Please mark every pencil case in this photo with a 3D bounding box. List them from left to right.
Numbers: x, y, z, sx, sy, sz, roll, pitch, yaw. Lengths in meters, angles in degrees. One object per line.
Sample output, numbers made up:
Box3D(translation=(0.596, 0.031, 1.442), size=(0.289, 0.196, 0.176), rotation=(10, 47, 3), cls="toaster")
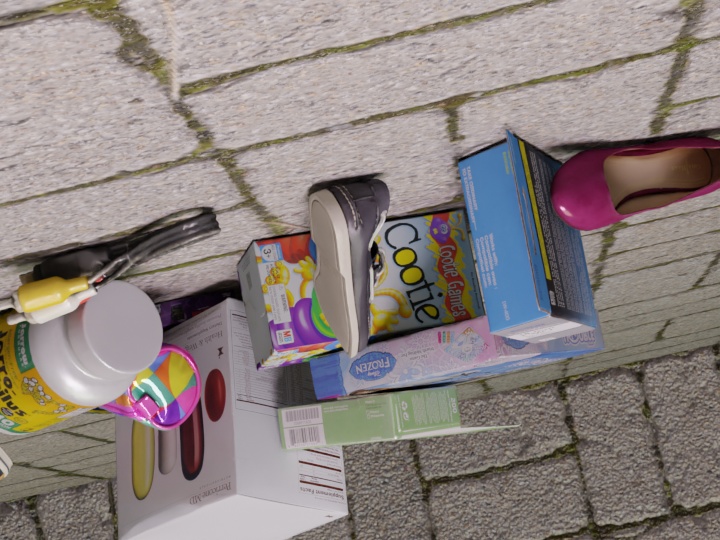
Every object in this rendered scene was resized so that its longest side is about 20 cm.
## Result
Box3D(translation=(-0.234, 0.102, 1.559), size=(0.088, 0.089, 0.200), rotation=(-5, -175, -36), cls="pencil case")

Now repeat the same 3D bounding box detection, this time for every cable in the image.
Box3D(translation=(-0.196, 0.003, 1.316), size=(0.199, 0.051, 0.097), rotation=(-14, 173, 15), cls="cable")

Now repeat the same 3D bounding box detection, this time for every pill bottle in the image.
Box3D(translation=(-0.268, 0.075, 1.450), size=(0.113, 0.113, 0.200), rotation=(-2, 166, -44), cls="pill bottle")

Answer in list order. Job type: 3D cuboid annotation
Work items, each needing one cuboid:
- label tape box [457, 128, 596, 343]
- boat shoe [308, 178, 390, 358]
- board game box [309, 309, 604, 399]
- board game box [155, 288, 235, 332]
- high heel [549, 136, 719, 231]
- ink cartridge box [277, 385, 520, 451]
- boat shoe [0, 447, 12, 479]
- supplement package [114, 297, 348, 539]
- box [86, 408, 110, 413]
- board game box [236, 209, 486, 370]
Box3D(translation=(0.128, -0.023, 1.300), size=(0.063, 0.145, 0.200), rotation=(-13, 169, 19), cls="label tape box")
Box3D(translation=(0.000, 0.000, 1.339), size=(0.063, 0.073, 0.200), rotation=(-25, 144, -16), cls="boat shoe")
Box3D(translation=(0.091, 0.077, 1.483), size=(0.199, 0.044, 0.200), rotation=(-17, 170, 35), cls="board game box")
Box3D(translation=(-0.186, 0.060, 1.709), size=(0.120, 0.032, 0.200), rotation=(-8, 170, -3), cls="board game box")
Box3D(translation=(0.241, -0.080, 1.338), size=(0.096, 0.068, 0.200), rotation=(-13, -175, 42), cls="high heel")
Box3D(translation=(0.040, 0.142, 1.555), size=(0.145, 0.048, 0.200), rotation=(-12, 173, 40), cls="ink cartridge box")
Box3D(translation=(-0.400, 0.136, 1.479), size=(0.062, 0.200, 0.074), rotation=(-47, -146, -20), cls="boat shoe")
Box3D(translation=(-0.135, 0.164, 1.617), size=(0.147, 0.201, 0.191), rotation=(18, 146, -41), cls="supplement package")
Box3D(translation=(-0.279, 0.125, 1.801), size=(0.064, 0.070, 0.200), rotation=(-1, 175, 23), cls="box")
Box3D(translation=(-0.001, 0.019, 1.485), size=(0.199, 0.103, 0.105), rotation=(-9, 170, -14), cls="board game box")
